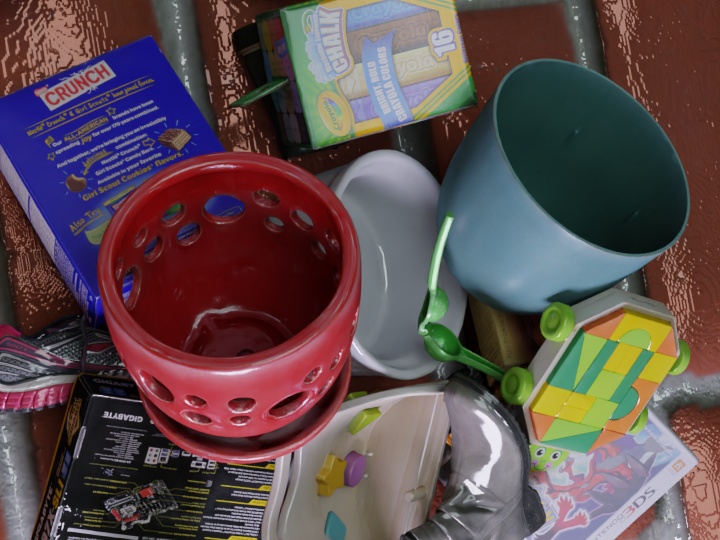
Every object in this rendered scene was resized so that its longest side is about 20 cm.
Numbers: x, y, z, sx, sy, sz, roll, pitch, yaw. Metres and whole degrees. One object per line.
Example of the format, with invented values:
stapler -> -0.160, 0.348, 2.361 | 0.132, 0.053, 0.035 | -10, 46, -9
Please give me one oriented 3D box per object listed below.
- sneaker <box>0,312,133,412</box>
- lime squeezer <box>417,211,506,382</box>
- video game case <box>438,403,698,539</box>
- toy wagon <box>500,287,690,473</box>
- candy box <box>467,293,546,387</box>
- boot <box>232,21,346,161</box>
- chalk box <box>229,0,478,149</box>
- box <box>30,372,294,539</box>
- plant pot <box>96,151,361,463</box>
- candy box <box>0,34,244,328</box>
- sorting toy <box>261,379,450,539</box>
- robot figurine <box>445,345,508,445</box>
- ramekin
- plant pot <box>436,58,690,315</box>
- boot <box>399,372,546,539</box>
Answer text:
sneaker -> -0.218, 0.068, 1.515 | 0.199, 0.081, 0.075 | -11, 92, -23
lime squeezer -> 0.079, 0.041, 1.525 | 0.201, 0.070, 0.038 | 65, 34, -30
video game case -> 0.194, 0.181, 1.634 | 0.182, 0.023, 0.200 | -43, 123, 5
toy wagon -> 0.195, 0.107, 1.547 | 0.154, 0.040, 0.201 | 16, 115, -34
candy box -> 0.158, 0.003, 1.655 | 0.116, 0.057, 0.201 | -4, 65, -15
boot -> -0.006, -0.185, 1.649 | 0.199, 0.077, 0.139 | -19, 95, -10
chalk box -> -0.018, -0.180, 1.548 | 0.199, 0.124, 0.125 | -15, 100, -13
box -> -0.162, 0.179, 1.502 | 0.199, 0.049, 0.161 | 10, 108, -27
plant pot -> -0.099, 0.037, 1.388 | 0.199, 0.183, 0.202 | 1, 58, -1
candy box -> -0.203, -0.078, 1.512 | 0.168, 0.077, 0.201 | -26, 74, -22
sorting toy -> -0.015, 0.181, 1.521 | 0.179, 0.106, 0.202 | 2, 103, -55
robot figurine -> 0.154, 0.117, 1.681 | 0.145, 0.058, 0.200 | 44, 69, -12
ramekin -> 0.000, 0.000, 1.573 | 0.200, 0.097, 0.202 | 13, 73, -49
plant pot -> 0.159, -0.054, 1.546 | 0.199, 0.161, 0.202 | 18, 49, -22
boot -> 0.085, 0.196, 1.522 | 0.130, 0.068, 0.201 | -39, 129, -22
